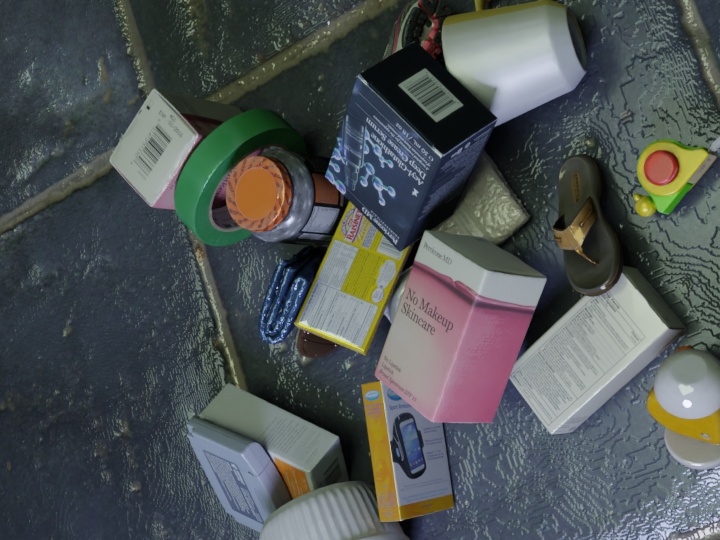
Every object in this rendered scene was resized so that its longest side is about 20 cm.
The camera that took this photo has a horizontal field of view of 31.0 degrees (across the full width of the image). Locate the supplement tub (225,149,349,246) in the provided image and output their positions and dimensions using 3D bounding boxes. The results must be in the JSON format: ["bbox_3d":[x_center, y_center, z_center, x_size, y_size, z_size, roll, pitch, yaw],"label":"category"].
[{"bbox_3d":[-0.084,-0.096,1.739,0.122,0.199,0.124,-2,87,31],"label":"supplement tub"}]

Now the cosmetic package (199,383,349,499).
[{"bbox_3d":[-0.120,0.245,1.798,0.199,0.071,0.102,22,142,31],"label":"cosmetic package"}]

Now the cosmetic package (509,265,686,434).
[{"bbox_3d":[0.285,0.098,1.581,0.200,0.071,0.106,-45,66,22],"label":"cosmetic package"}]

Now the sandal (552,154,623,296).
[{"bbox_3d":[0.265,-0.059,1.571,0.081,0.054,0.202,-29,52,41],"label":"sandal"}]

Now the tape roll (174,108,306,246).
[{"bbox_3d":[-0.164,-0.127,1.788,0.048,0.200,0.201,42,109,26],"label":"tape roll"}]

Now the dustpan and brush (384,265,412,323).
[{"bbox_3d":[0.059,0.049,1.714,0.198,0.057,0.141,-3,105,7],"label":"dustpan and brush"}]

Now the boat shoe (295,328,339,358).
[{"bbox_3d":[-0.028,0.029,1.789,0.203,0.074,0.075,-54,29,25],"label":"boat shoe"}]

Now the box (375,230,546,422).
[{"bbox_3d":[0.120,0.069,1.588,0.128,0.108,0.202,35,112,47],"label":"box"}]

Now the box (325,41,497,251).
[{"bbox_3d":[0.058,-0.151,1.607,0.148,0.107,0.201,45,147,16],"label":"box"}]

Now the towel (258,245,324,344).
[{"bbox_3d":[-0.093,0.030,1.745,0.048,0.200,0.112,23,100,2],"label":"towel"}]

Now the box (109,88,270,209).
[{"bbox_3d":[-0.231,-0.162,1.831,0.109,0.199,0.128,45,110,24],"label":"box"}]

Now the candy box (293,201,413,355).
[{"bbox_3d":[0.000,0.000,1.687,0.101,0.026,0.201,21,77,17],"label":"candy box"}]

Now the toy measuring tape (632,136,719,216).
[{"bbox_3d":[0.386,-0.150,1.531,0.074,0.073,0.201,45,111,24],"label":"toy measuring tape"}]

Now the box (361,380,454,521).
[{"bbox_3d":[0.060,0.217,1.686,0.041,0.119,0.202,-16,80,38],"label":"box"}]

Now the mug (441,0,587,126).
[{"bbox_3d":[0.193,-0.282,1.614,0.152,0.149,0.188,-14,87,22],"label":"mug"}]

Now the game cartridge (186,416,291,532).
[{"bbox_3d":[-0.159,0.292,1.795,0.132,0.042,0.201,14,139,32],"label":"game cartridge"}]

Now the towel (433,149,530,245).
[{"bbox_3d":[0.124,-0.107,1.709,0.132,0.034,0.201,-42,69,24],"label":"towel"}]

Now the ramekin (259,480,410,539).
[{"bbox_3d":[-0.038,0.358,1.703,0.200,0.199,0.106,-35,62,25],"label":"ramekin"}]

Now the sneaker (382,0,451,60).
[{"bbox_3d":[0.063,-0.266,1.731,0.201,0.080,0.075,-67,23,7],"label":"sneaker"}]

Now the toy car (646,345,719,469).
[{"bbox_3d":[0.431,0.146,1.459,0.199,0.176,0.150,20,62,31],"label":"toy car"}]
